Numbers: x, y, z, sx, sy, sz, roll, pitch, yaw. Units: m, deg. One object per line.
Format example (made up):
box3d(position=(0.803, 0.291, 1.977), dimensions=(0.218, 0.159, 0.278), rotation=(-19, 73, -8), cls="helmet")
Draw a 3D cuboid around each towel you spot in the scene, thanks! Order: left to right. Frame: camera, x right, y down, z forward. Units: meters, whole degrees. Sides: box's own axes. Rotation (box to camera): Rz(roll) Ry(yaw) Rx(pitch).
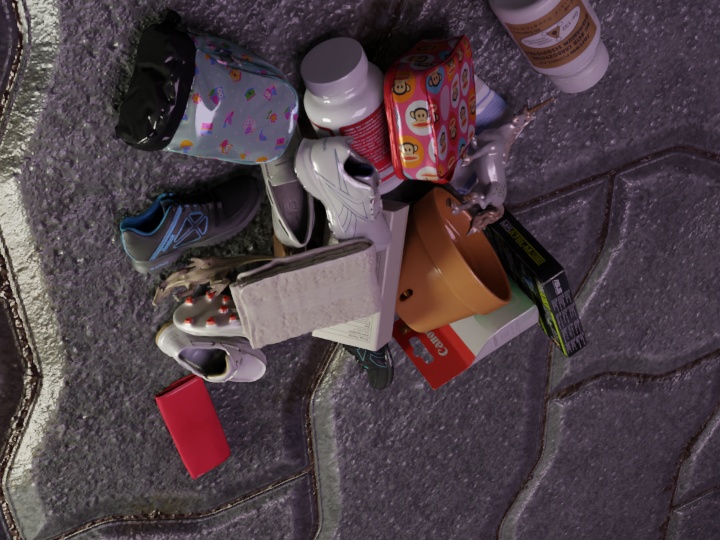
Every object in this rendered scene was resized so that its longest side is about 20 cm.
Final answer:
box3d(position=(-0.070, 0.031, 1.605), dimensions=(0.198, 0.035, 0.133), rotation=(-15, 137, -5), cls="towel")
box3d(position=(0.145, -0.204, 1.743), dimensions=(0.147, 0.024, 0.199), rotation=(-49, 136, 8), cls="towel")

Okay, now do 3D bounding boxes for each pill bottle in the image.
box3d(position=(-0.007, -0.200, 1.573), dimensions=(0.112, 0.112, 0.201), rotation=(-33, 137, -7), cls="pill bottle")
box3d(position=(0.264, -0.335, 1.650), dimensions=(0.114, 0.115, 0.200), rotation=(-43, 137, 4), cls="pill bottle")

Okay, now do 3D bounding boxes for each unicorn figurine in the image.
box3d(position=(0.187, -0.160, 1.740), dimensions=(0.136, 0.074, 0.202), rotation=(-15, 126, -36), cls="unicorn figurine")

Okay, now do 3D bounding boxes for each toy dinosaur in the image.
box3d(position=(-0.198, -0.001, 1.607), dimensions=(0.198, 0.101, 0.059), rotation=(-17, 100, 6), cls="toy dinosaur")

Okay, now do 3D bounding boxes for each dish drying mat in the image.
box3d(position=(-0.253, 0.237, 1.834), dimensions=(0.076, 0.018, 0.201), rotation=(-28, 135, -14), cls="dish drying mat")

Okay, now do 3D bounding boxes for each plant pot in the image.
box3d(position=(0.112, -0.003, 1.779), dimensions=(0.139, 0.201, 0.200), rotation=(-33, 140, 19), cls="plant pot")

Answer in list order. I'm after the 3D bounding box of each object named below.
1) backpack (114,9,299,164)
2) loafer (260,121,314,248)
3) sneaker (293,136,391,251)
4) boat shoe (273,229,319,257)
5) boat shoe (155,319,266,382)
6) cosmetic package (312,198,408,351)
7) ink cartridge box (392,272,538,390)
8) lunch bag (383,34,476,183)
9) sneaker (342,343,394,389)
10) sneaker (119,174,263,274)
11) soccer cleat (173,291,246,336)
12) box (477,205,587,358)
box3d(position=(-0.175, -0.200, 1.446), dimensions=(0.199, 0.127, 0.168), rotation=(6, 118, -41), cls="backpack")
box3d(position=(-0.094, -0.128, 1.563), dimensions=(0.069, 0.070, 0.202), rotation=(-16, 106, -16), cls="loafer")
box3d(position=(-0.007, -0.095, 1.559), dimensions=(0.086, 0.075, 0.200), rotation=(-10, 138, 30), cls="sneaker")
box3d(position=(-0.089, -0.015, 1.698), dimensions=(0.069, 0.071, 0.201), rotation=(-5, 138, -13), cls="boat shoe")
box3d(position=(-0.206, 0.133, 1.741), dimensions=(0.199, 0.069, 0.071), rotation=(22, 109, -45), cls="boat shoe")
box3d(position=(0.000, 0.000, 1.698), dimensions=(0.073, 0.102, 0.202), rotation=(-29, 130, -66), cls="cosmetic package")
box3d(position=(0.153, 0.071, 1.875), dimensions=(0.199, 0.161, 0.050), rotation=(-31, 137, -9), cls="ink cartridge box")
box3d(position=(0.098, -0.202, 1.577), dimensions=(0.200, 0.081, 0.178), rotation=(-50, 136, -57), cls="lunch bag")
box3d(position=(0.005, 0.106, 1.879), dimensions=(0.078, 0.076, 0.202), rotation=(-15, 125, -10), cls="sneaker")
box3d(position=(-0.217, -0.071, 1.561), dimensions=(0.199, 0.073, 0.082), rotation=(-32, 137, -9), cls="sneaker")
box3d(position=(-0.161, 0.068, 1.683), dimensions=(0.197, 0.070, 0.078), rotation=(-7, 140, 3), cls="soccer cleat")
box3d(position=(0.269, 0.013, 1.885), dimensions=(0.047, 0.193, 0.201), rotation=(-34, 136, -7), cls="box")
